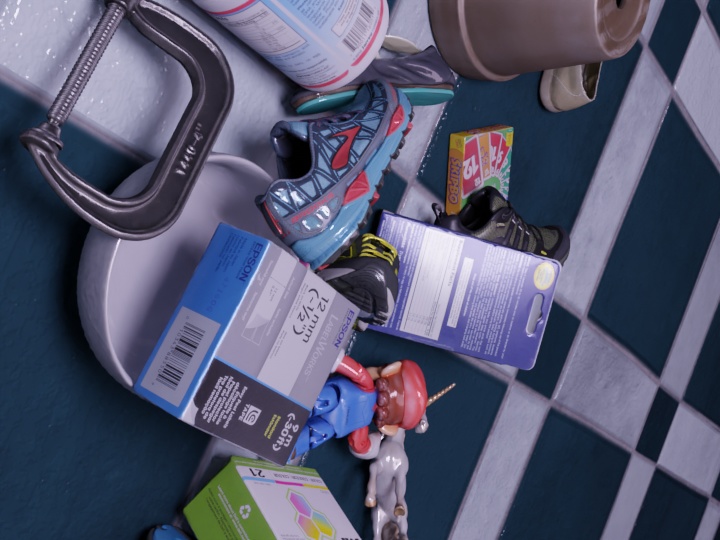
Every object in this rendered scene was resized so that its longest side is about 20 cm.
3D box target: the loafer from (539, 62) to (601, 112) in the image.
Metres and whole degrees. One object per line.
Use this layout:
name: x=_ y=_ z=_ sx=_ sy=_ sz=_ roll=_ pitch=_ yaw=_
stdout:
loafer: x=0.275 y=-0.288 z=1.176 sx=0.075 sy=0.068 sz=0.203 roll=3 pitch=101 yaw=-50

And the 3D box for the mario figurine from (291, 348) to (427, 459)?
mario figurine: x=-0.019 y=0.134 z=1.003 sx=0.198 sy=0.107 sz=0.124 roll=-7 pitch=146 yaw=-37

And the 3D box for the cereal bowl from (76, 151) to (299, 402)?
cereal bowl: x=-0.144 y=0.001 z=0.778 sx=0.199 sy=0.083 sz=0.203 roll=-22 pitch=121 yaw=-43

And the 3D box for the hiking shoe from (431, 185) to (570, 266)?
hiking shoe: x=0.161 y=-0.042 z=1.080 sx=0.198 sy=0.075 sz=0.102 roll=-11 pitch=116 yaw=-32

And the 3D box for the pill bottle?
pill bottle: x=-0.071 y=-0.231 z=0.756 sx=0.199 sy=0.108 sz=0.110 roll=31 pitch=80 yaw=-50

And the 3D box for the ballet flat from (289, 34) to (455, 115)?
ballet flat: x=0.008 y=-0.185 z=0.909 sx=0.198 sy=0.073 sz=0.074 roll=-12 pitch=114 yaw=-40

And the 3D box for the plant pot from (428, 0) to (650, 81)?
plant pot: x=0.196 y=-0.286 z=1.002 sx=0.199 sy=0.172 sz=0.203 roll=-23 pitch=122 yaw=-44

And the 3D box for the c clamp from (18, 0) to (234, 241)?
c clamp: x=-0.171 y=-0.129 z=0.679 sx=0.170 sy=0.027 sz=0.203 roll=29 pitch=65 yaw=-30

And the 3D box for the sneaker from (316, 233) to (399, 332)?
sneaker: x=0.000 y=0.000 z=0.898 sx=0.074 sy=0.200 sz=0.085 roll=28 pitch=79 yaw=-5

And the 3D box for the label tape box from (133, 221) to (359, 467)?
label tape box: x=-0.067 y=0.073 z=0.782 sx=0.200 sy=0.066 sz=0.145 roll=38 pitch=74 yaw=-48

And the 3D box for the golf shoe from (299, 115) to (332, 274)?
golf shoe: x=-0.039 y=-0.038 z=0.898 sx=0.091 sy=0.075 sz=0.202 roll=37 pitch=76 yaw=-53

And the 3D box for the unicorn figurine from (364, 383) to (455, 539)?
unicorn figurine: x=0.038 y=0.233 z=1.084 sx=0.138 sy=0.073 sz=0.202 roll=-79 pitch=-174 yaw=-59

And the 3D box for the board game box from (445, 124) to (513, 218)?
board game box: x=0.134 y=-0.062 z=1.130 sx=0.095 sy=0.030 sz=0.203 roll=-17 pitch=119 yaw=-45

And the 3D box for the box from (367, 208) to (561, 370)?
box: x=0.100 y=0.022 z=1.016 sx=0.032 sy=0.197 sz=0.123 roll=-132 pitch=-122 yaw=-84

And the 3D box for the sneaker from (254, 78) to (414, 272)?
sneaker: x=-0.022 y=-0.100 z=0.780 sx=0.095 sy=0.079 sz=0.202 roll=37 pitch=47 yaw=-17

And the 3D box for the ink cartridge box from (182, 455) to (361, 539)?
ink cartridge box: x=-0.051 y=0.275 z=0.883 sx=0.076 sy=0.200 sz=0.147 roll=-46 pitch=148 yaw=11

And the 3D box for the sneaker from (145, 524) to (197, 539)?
sneaker: x=-0.141 y=0.297 z=0.917 sx=0.199 sy=0.073 sz=0.083 roll=32 pitch=92 yaw=-43
